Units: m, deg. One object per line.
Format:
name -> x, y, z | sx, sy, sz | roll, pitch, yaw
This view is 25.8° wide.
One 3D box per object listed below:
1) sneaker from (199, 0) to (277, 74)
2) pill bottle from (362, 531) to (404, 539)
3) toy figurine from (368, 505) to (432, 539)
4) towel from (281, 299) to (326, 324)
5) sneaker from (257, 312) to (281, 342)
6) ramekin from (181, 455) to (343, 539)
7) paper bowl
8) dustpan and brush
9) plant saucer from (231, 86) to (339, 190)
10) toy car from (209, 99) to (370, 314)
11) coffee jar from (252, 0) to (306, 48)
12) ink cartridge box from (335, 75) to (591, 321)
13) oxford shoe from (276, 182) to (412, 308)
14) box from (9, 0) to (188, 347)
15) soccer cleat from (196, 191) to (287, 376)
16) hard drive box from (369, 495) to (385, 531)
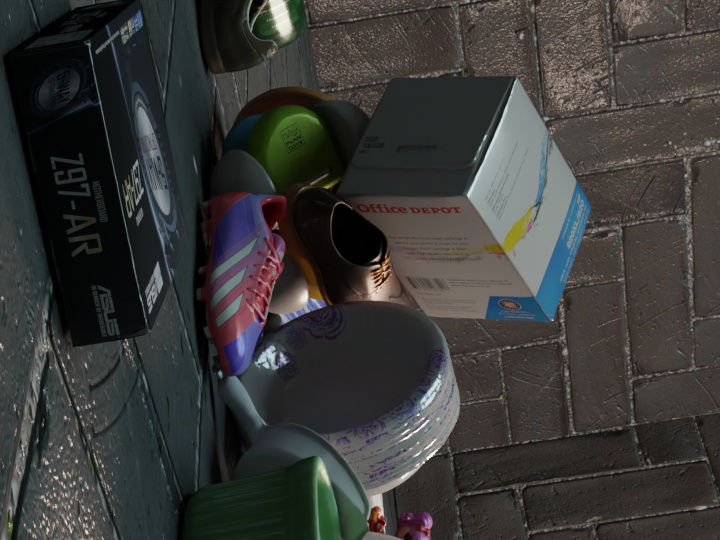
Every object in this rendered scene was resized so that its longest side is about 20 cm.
sneaker -> -0.129, -0.296, 1.617 | 0.070, 0.075, 0.201 | 72, 11, -73
pill bottle -> 0.004, 0.351, 1.440 | 0.113, 0.113, 0.201 | 76, 29, -62
toy figurine -> 0.024, 0.325, 1.746 | 0.150, 0.183, 0.201 | 16, 65, -87
towel -> -0.064, 0.039, 1.718 | 0.145, 0.024, 0.201 | 56, 34, -43
sneaker -> -0.059, 0.126, 1.554 | 0.079, 0.095, 0.201 | -94, 175, -65
ramekin -> -0.062, 0.238, 1.116 | 0.200, 0.097, 0.201 | -9, 90, -87
paper bowl -> -0.010, 0.125, 1.408 | 0.201, 0.200, 0.105 | -95, 171, -55
dustpan and brush -> -0.071, 0.157, 1.277 | 0.200, 0.140, 0.057 | 48, 38, 14
plant saucer -> -0.044, -0.102, 1.625 | 0.037, 0.199, 0.201 | -47, 137, -44
toy car -> -0.071, -0.069, 1.533 | 0.150, 0.175, 0.201 | 19, -46, 50
coffee jar -> -0.120, -0.342, 1.755 | 0.105, 0.085, 0.200 | 61, -8, 29
ink cartridge box -> 0.103, -0.067, 1.497 | 0.200, 0.147, 0.145 | 52, 51, -43
oxford shoe -> 0.000, 0.000, 1.459 | 0.200, 0.073, 0.071 | 48, 65, -38
box -> -0.145, -0.064, 0.905 | 0.200, 0.043, 0.161 | -89, 170, -75
soccer cleat -> -0.097, 0.005, 1.342 | 0.201, 0.076, 0.067 | -96, 176, -47
hard drive box -> -0.015, 0.302, 2.129 | 0.156, 0.076, 0.201 | -96, 177, -48
